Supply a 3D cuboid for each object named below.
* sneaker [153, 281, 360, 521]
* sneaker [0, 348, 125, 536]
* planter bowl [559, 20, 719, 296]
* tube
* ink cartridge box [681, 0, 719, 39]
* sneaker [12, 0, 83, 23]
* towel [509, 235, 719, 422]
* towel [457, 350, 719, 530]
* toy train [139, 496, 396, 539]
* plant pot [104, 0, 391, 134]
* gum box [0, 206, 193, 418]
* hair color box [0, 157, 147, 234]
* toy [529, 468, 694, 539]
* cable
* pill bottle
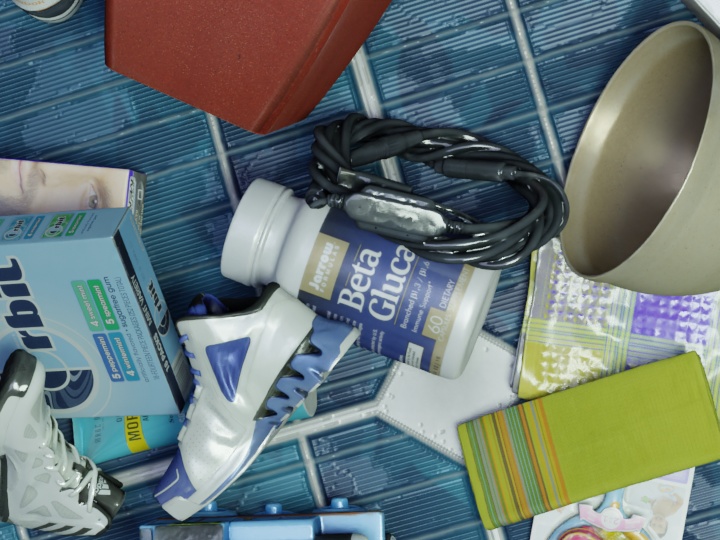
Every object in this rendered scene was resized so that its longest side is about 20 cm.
[{"bbox_3d":[-0.101,0.081,1.404,0.115,0.081,0.199,42,108,2],"label":"sneaker"},{"bbox_3d":[-0.232,0.138,1.444,0.115,0.201,0.076,15,50,-4],"label":"sneaker"},{"bbox_3d":[0.254,-0.065,1.369,0.135,0.200,0.200,22,92,-19],"label":"planter bowl"},{"bbox_3d":[-0.136,0.105,1.483,0.200,0.050,0.077,-10,73,13],"label":"tube"},{"bbox_3d":[0.358,-0.226,1.397,0.200,0.083,0.147,-42,84,5],"label":"ink cartridge box"},{"bbox_3d":[-0.228,-0.297,1.484,0.078,0.079,0.200,17,90,9],"label":"sneaker"},{"bbox_3d":[0.220,0.047,1.443,0.200,0.023,0.144,12,90,8],"label":"towel"},{"bbox_3d":[0.174,0.130,1.420,0.200,0.018,0.086,-20,74,20],"label":"towel"},{"bbox_3d":[-0.072,0.222,1.434,0.200,0.114,0.087,-2,89,8],"label":"toy train"},{"bbox_3d":[-0.086,-0.213,1.414,0.200,0.200,0.176,24,105,8],"label":"plant pot"},{"bbox_3d":[-0.247,0.037,1.435,0.200,0.045,0.170,-4,126,19],"label":"gum box"},{"bbox_3d":[-0.278,-0.035,1.493,0.200,0.065,0.109,5,89,6],"label":"hair color box"},{"bbox_3d":[0.186,0.216,1.432,0.115,0.047,0.200,10,90,9],"label":"toy"},{"bbox_3d":[0.058,-0.062,1.408,0.200,0.163,0.051,10,118,-3],"label":"cable"},{"bbox_3d":[0.000,0.000,1.429,0.200,0.111,0.111,20,92,8],"label":"pill bottle"}]
